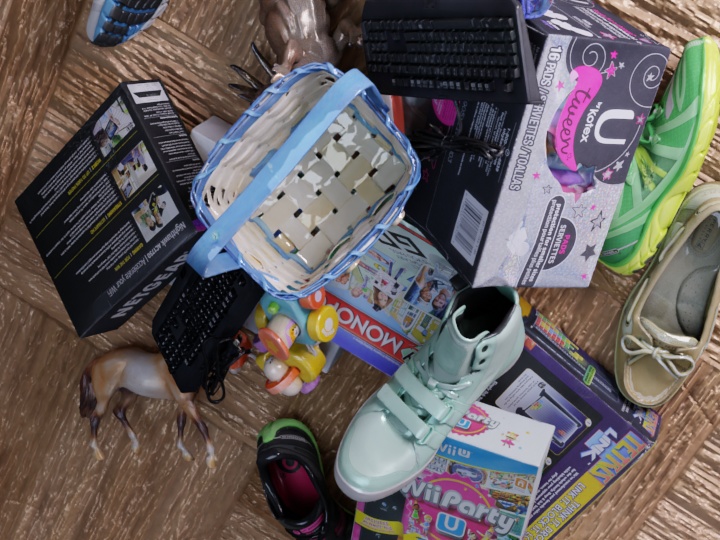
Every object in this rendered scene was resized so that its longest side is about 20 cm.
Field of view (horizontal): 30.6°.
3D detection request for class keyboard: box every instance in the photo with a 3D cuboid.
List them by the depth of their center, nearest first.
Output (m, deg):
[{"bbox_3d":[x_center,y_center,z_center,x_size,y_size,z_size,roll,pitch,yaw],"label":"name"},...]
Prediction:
[{"bbox_3d":[0.062,-0.133,0.947,0.200,0.021,0.128,17,126,59],"label":"keyboard"},{"bbox_3d":[-0.134,0.044,1.100,0.104,0.040,0.200,56,143,15],"label":"keyboard"}]

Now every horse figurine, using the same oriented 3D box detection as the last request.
[{"bbox_3d":[-0.203,0.118,1.271,0.199,0.050,0.133,0,98,26],"label":"horse figurine"}]

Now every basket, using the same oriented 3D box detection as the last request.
[{"bbox_3d":[-0.040,-0.068,0.970,0.139,0.200,0.176,46,100,10],"label":"basket"}]

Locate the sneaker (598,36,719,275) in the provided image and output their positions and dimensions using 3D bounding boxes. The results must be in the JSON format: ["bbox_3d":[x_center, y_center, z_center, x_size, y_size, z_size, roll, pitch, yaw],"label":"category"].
[{"bbox_3d":[0.221,-0.089,1.024,0.083,0.074,0.201,23,117,5],"label":"sneaker"}]

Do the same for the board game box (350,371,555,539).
[{"bbox_3d":[0.072,0.203,1.132,0.147,0.064,0.201,17,122,14],"label":"board game box"}]

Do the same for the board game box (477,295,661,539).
[{"bbox_3d":[0.136,0.149,1.161,0.165,0.057,0.200,40,118,-1],"label":"board game box"}]

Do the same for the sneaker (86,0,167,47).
[{"bbox_3d":[-0.192,-0.285,1.108,0.086,0.075,0.201,36,113,15],"label":"sneaker"}]

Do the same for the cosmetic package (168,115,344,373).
[{"bbox_3d":[-0.081,-0.023,1.175,0.199,0.052,0.151,28,120,7],"label":"cosmetic package"}]

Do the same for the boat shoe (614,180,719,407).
[{"bbox_3d":[0.255,0.027,1.061,0.073,0.063,0.202,25,114,9],"label":"boat shoe"}]

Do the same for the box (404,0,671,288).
[{"bbox_3d":[0.130,-0.102,1.002,0.114,0.132,0.201,0,119,-27],"label":"box"}]

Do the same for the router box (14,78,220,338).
[{"bbox_3d":[-0.215,-0.052,1.169,0.200,0.051,0.150,-37,75,38],"label":"router box"}]

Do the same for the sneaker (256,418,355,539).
[{"bbox_3d":[-0.045,0.238,1.243,0.077,0.084,0.201,-30,99,18],"label":"sneaker"}]

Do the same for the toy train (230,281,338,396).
[{"bbox_3d":[-0.099,0.053,1.132,0.150,0.056,0.200,31,148,2],"label":"toy train"}]

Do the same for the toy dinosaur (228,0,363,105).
[{"bbox_3d":[-0.056,-0.202,1.083,0.085,0.135,0.201,0,91,-24],"label":"toy dinosaur"}]

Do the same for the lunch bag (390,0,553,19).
[{"bbox_3d":[0.088,-0.261,0.932,0.150,0.094,0.201,16,102,51],"label":"lunch bag"}]

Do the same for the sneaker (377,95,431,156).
[{"bbox_3d":[0.050,-0.191,1.060,0.081,0.077,0.201,-2,116,-3],"label":"sneaker"}]

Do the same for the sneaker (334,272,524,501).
[{"bbox_3d":[0.049,0.084,1.016,0.074,0.200,0.118,39,163,21],"label":"sneaker"}]

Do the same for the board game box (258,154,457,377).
[{"bbox_3d":[0.000,0.000,1.112,0.199,0.029,0.135,30,117,3],"label":"board game box"}]
